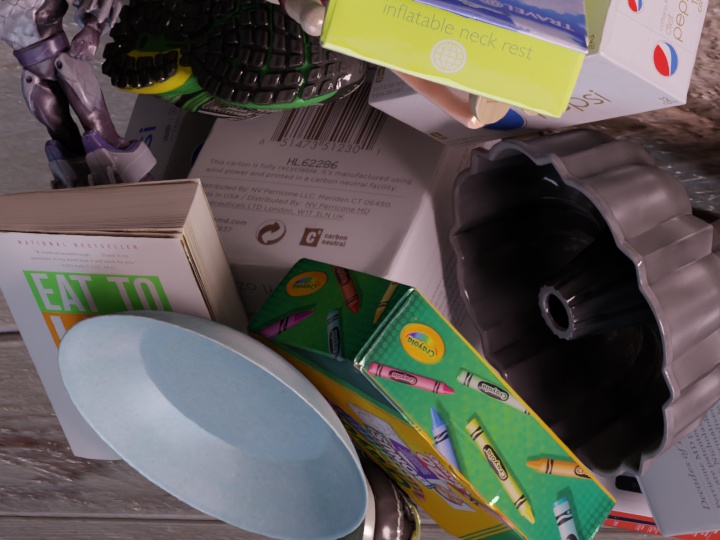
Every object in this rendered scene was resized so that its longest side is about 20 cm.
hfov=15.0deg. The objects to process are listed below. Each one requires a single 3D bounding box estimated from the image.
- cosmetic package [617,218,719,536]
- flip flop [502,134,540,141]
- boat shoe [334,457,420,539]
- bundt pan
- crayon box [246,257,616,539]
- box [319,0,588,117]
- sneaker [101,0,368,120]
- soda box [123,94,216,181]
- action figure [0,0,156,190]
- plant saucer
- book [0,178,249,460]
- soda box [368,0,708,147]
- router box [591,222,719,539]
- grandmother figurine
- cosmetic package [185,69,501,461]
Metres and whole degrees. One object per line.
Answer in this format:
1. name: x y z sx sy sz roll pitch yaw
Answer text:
1. cosmetic package: 0.256 0.045 1.594 0.164 0.166 0.200 -23 -179 -26
2. flip flop: 0.091 -0.040 1.778 0.081 0.058 0.200 24 148 -4
3. boat shoe: 0.006 0.149 1.653 0.060 0.072 0.201 10 177 -10
4. bundt pan: 0.137 0.009 1.515 0.076 0.203 0.202 -25 -179 -25
5. crayon box: 0.040 0.082 1.539 0.200 0.058 0.119 46 163 -29
6. box: 0.046 -0.133 1.313 0.121 0.048 0.200 16 -158 -4
7. sneaker: -0.061 -0.127 1.600 0.085 0.078 0.199 19 174 -40
8. soda box: -0.123 -0.031 1.719 0.063 0.201 0.068 28 160 -34
9. action figure: -0.180 -0.116 1.596 0.130 0.069 0.201 -12 111 40
10. plant saucer: -0.077 0.079 1.555 0.200 0.039 0.201 22 149 14
11. book: -0.134 0.035 1.609 0.133 0.048 0.201 -1 136 18
12. soda box: 0.094 -0.119 1.484 0.068 0.064 0.200 25 160 -32
13. router box: 0.204 0.069 1.747 0.178 0.201 0.049 11 163 1
14. grandmother figurine: 0.004 -0.136 1.422 0.200 0.061 0.121 30 -162 32
15. cosmetic package: 0.000 0.000 1.687 0.167 0.167 0.200 5 143 26
